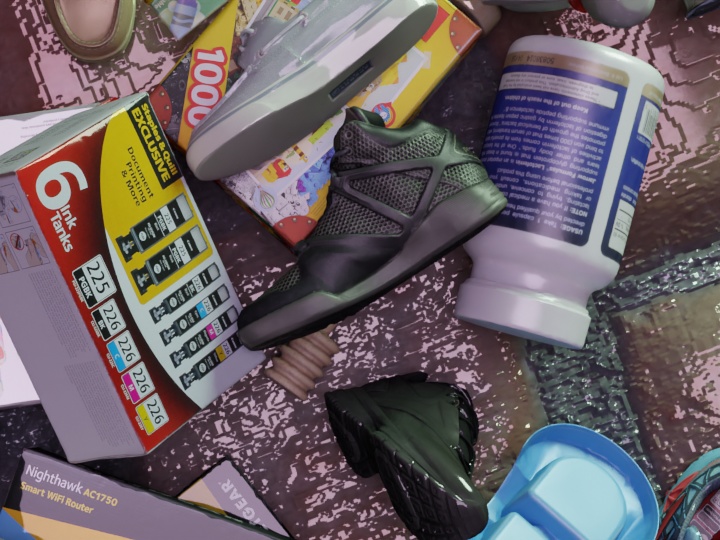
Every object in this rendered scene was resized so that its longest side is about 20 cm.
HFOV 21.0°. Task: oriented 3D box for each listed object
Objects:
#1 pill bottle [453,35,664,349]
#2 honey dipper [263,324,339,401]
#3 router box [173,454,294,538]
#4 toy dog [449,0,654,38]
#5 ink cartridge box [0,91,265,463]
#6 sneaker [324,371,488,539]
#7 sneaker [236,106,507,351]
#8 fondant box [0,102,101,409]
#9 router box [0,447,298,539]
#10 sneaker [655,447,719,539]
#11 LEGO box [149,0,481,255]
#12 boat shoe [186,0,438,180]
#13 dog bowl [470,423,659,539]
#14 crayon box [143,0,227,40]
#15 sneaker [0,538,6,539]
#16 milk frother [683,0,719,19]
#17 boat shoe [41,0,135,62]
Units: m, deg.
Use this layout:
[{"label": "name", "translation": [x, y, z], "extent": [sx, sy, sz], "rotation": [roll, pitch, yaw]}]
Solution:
[{"label": "pill bottle", "translation": [0.135, -0.053, 1.353], "extent": [0.115, 0.116, 0.202], "rotation": [16, 85, -2]}, {"label": "honey dipper", "translation": [0.000, 0.000, 1.383], "extent": [0.038, 0.038, 0.201], "rotation": [33, 83, -1]}, {"label": "router box", "translation": [-0.092, 0.255, 1.352], "extent": [0.157, 0.052, 0.200], "rotation": [-39, 89, -4]}, {"label": "toy dog", "translation": [0.118, -0.219, 1.329], "extent": [0.096, 0.199, 0.133], "rotation": [44, 59, -30]}, {"label": "ink cartridge box", "translation": [-0.153, -0.005, 1.285], "extent": [0.175, 0.083, 0.201], "rotation": [-39, 111, -45]}, {"label": "sneaker", "translation": [0.046, 0.115, 1.306], "extent": [0.090, 0.200, 0.076], "rotation": [-23, 118, -13]}, {"label": "sneaker", "translation": [-0.012, -0.033, 1.292], "extent": [0.199, 0.076, 0.115], "rotation": [-35, 83, 2]}, {"label": "fondant box", "translation": [-0.235, -0.006, 1.359], "extent": [0.143, 0.058, 0.202], "rotation": [-8, 86, -4]}, {"label": "router box", "translation": [-0.155, 0.221, 1.298], "extent": [0.198, 0.051, 0.150], "rotation": [19, 86, 1]}, {"label": "sneaker", "translation": [0.220, 0.205, 1.351], "extent": [0.079, 0.096, 0.201], "rotation": [35, 85, 0]}, {"label": "LEGO box", "translation": [-0.036, -0.135, 1.367], "extent": [0.149, 0.077, 0.200], "rotation": [40, 85, 0]}, {"label": "boat shoe", "translation": [-0.043, -0.140, 1.301], "extent": [0.200, 0.070, 0.072], "rotation": [-37, 72, -4]}, {"label": "dog bowl", "translation": [0.124, 0.189, 1.319], "extent": [0.111, 0.050, 0.200], "rotation": [41, 44, 6]}, {"label": "crayon box", "translation": [-0.140, -0.275, 1.315], "extent": [0.125, 0.052, 0.200], "rotation": [-39, 85, -3]}, {"label": "sneaker", "translation": [-0.151, 0.220, 1.245], "extent": [0.199, 0.075, 0.087], "rotation": [34, 71, 0]}, {"label": "milk frother", "translation": [0.277, -0.304, 1.336], "extent": [0.179, 0.200, 0.189], "rotation": [-25, 88, -8]}, {"label": "boat shoe", "translation": [-0.202, -0.249, 1.371], "extent": [0.071, 0.065, 0.202], "rotation": [-9, 87, -4]}]
